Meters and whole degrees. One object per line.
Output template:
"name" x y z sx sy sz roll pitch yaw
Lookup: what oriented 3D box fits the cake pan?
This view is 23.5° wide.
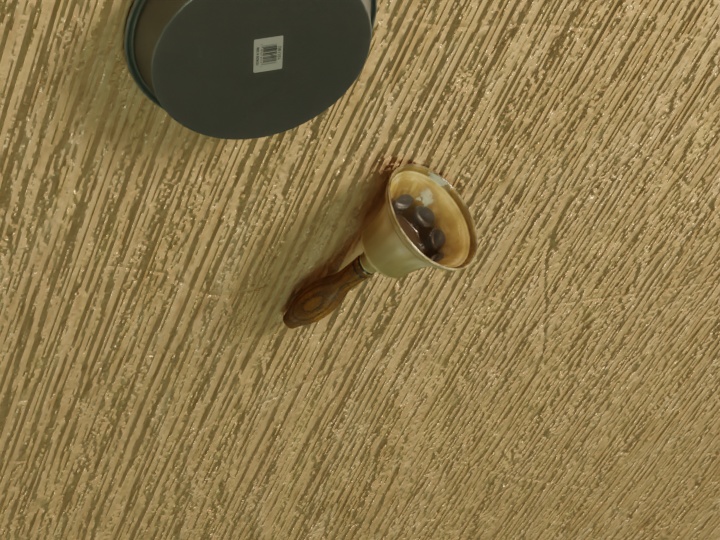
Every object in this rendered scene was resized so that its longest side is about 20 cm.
"cake pan" -0.078 -0.175 1.317 0.200 0.037 0.200 -13 141 -11

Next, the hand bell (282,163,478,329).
"hand bell" 0.000 0.000 1.542 0.104 0.104 0.200 16 141 -38
